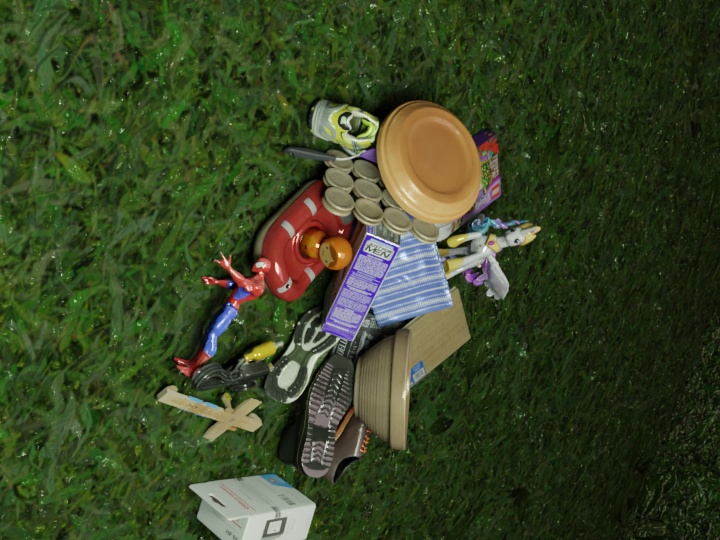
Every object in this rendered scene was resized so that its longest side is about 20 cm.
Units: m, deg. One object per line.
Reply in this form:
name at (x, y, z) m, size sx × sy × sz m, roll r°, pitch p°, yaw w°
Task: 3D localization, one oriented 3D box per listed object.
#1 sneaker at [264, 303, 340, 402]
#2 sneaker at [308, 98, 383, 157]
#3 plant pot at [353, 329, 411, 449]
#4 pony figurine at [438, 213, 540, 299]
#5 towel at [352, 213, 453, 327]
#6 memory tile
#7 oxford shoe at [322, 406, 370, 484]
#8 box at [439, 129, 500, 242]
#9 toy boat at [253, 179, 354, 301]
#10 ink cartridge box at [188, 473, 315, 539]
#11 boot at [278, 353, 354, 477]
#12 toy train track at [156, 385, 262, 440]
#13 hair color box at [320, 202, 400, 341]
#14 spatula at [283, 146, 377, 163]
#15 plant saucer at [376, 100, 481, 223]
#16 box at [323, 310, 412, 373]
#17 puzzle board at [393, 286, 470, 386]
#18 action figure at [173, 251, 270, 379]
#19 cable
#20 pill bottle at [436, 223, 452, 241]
sneaker at (-0.089, 0.142, 1.461) m, size 0.201 × 0.076 × 0.089 m, roll -52°, pitch 166°, yaw -19°
sneaker at (0.003, -0.215, 1.372) m, size 0.199 × 0.076 × 0.077 m, roll 3°, pitch 103°, yaw -53°
plant pot at (0.038, 0.199, 1.473) m, size 0.201 × 0.091 × 0.205 m, roll 4°, pitch 90°, yaw -85°
pony figurine at (0.219, -0.029, 1.603) m, size 0.197 × 0.193 × 0.169 m, roll -16°, pitch 78°, yaw -17°
towel at (0.068, -0.008, 1.481) m, size 0.024 × 0.142 × 0.203 m, roll -84°, pitch 156°, yaw -68°
memory tile at (0.031, -0.115, 1.357) m, size 0.197 × 0.155 × 0.017 m, roll 18°, pitch 129°, yaw -19°
oxford shoe at (-0.002, 0.300, 1.574) m, size 0.200 × 0.073 × 0.071 m, roll -49°, pitch 147°, yaw 5°
box at (0.194, -0.163, 1.650) m, size 0.199 × 0.039 × 0.139 m, roll -37°, pitch 133°, yaw -33°
toy boat at (-0.067, -0.038, 1.331) m, size 0.200 × 0.130 × 0.131 m, roll -48°, pitch 137°, yaw -23°
ink cartridge box at (-0.184, 0.396, 1.415) m, size 0.198 × 0.115 × 0.068 m, roll 8°, pitch 103°, yaw -50°
boot at (-0.086, 0.241, 1.470) m, size 0.077 × 0.138 × 0.203 m, roll 26°, pitch 74°, yaw -22°
toy train track at (-0.230, 0.207, 1.330) m, size 0.114 × 0.033 × 0.199 m, roll -38°, pitch 140°, yaw 20°
hair color box at (0.000, 0.000, 1.390) m, size 0.064 × 0.110 × 0.202 m, roll 21°, pitch 122°, yaw -11°
spatula at (-0.026, -0.178, 1.345) m, size 0.197 × 0.056 × 0.021 m, roll 0°, pitch 85°, yaw -27°
plant saucer at (0.116, -0.175, 1.364) m, size 0.197 × 0.037 × 0.204 m, roll 9°, pitch 73°, yaw -29°
box at (0.019, 0.156, 1.590) m, size 0.199 × 0.049 × 0.160 m, roll 11°, pitch 99°, yaw -51°
puzzle board at (0.116, 0.136, 1.608) m, size 0.199 × 0.017 × 0.152 m, roll -37°, pitch 138°, yaw -15°
action figure at (-0.213, 0.047, 1.249) m, size 0.099 × 0.065 × 0.201 m, roll 42°, pitch 85°, yaw -22°
cable at (-0.200, 0.152, 1.313) m, size 0.097 × 0.051 × 0.199 m, roll -44°, pitch 159°, yaw 27°
pill bottle at (0.110, -0.161, 1.492) m, size 0.113 × 0.113 × 0.203 m, roll -21°, pitch 124°, yaw -42°
